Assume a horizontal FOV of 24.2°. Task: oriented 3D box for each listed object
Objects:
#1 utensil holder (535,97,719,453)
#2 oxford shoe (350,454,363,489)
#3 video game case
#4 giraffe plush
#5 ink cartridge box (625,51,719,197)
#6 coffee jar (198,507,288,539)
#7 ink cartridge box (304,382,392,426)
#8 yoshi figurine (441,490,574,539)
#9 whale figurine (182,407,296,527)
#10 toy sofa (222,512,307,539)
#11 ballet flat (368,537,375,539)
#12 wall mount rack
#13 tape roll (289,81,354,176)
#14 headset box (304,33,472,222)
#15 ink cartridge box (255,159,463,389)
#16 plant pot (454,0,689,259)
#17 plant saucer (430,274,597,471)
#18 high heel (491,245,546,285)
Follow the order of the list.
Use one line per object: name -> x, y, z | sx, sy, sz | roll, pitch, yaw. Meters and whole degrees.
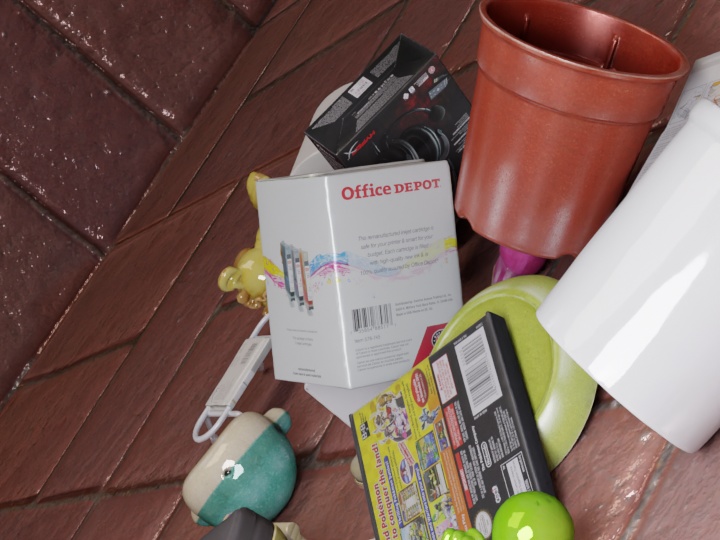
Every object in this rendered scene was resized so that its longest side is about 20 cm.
utensil holder -> 0.247, 0.006, 1.214 | 0.200, 0.169, 0.170 | -50, 17, 8
oxford shoe -> 0.048, 0.142, 1.595 | 0.200, 0.074, 0.071 | -39, 21, 35
video game case -> 0.075, 0.164, 1.421 | 0.180, 0.025, 0.202 | -38, 48, 30
giraffe plush -> -0.106, -0.022, 2.198 | 0.163, 0.171, 0.200 | -63, 0, 0
ink cartridge box -> 0.334, -0.128, 1.467 | 0.177, 0.045, 0.199 | -59, 19, -22
coffee jar -> -0.058, 0.282, 1.368 | 0.104, 0.200, 0.086 | -38, 21, 32
ink cartridge box -> 0.016, 0.057, 1.831 | 0.146, 0.084, 0.201 | -44, 18, 20
yoshi figurine -> 0.103, 0.217, 1.259 | 0.199, 0.112, 0.113 | -22, 26, 52
whale figurine -> -0.119, 0.228, 1.854 | 0.160, 0.103, 0.200 | -51, -7, -1
toy sofa -> -0.121, 0.332, 1.604 | 0.201, 0.097, 0.083 | -57, 18, -22
ballet flat -> -0.012, 0.288, 1.464 | 0.201, 0.067, 0.068 | -54, 18, -8
wall mount rack -> -0.140, 0.146, 2.081 | 0.201, 0.074, 0.173 | -58, 22, -21
tape roll -> 0.020, -0.102, 1.950 | 0.202, 0.202, 0.140 | -38, 21, 35
headset box -> 0.058, -0.122, 1.771 | 0.149, 0.200, 0.077 | -44, 38, -6
ink cartridge box -> 0.000, 0.000, 1.615 | 0.144, 0.144, 0.203 | 3, 99, 58
plant pot -> 0.182, -0.129, 1.565 | 0.201, 0.198, 0.197 | -90, 14, -64
plant saucer -> 0.119, 0.095, 1.450 | 0.199, 0.031, 0.202 | -24, 55, 38
high heel -> 0.167, -0.072, 1.702 | 0.096, 0.067, 0.201 | 116, 173, -47
